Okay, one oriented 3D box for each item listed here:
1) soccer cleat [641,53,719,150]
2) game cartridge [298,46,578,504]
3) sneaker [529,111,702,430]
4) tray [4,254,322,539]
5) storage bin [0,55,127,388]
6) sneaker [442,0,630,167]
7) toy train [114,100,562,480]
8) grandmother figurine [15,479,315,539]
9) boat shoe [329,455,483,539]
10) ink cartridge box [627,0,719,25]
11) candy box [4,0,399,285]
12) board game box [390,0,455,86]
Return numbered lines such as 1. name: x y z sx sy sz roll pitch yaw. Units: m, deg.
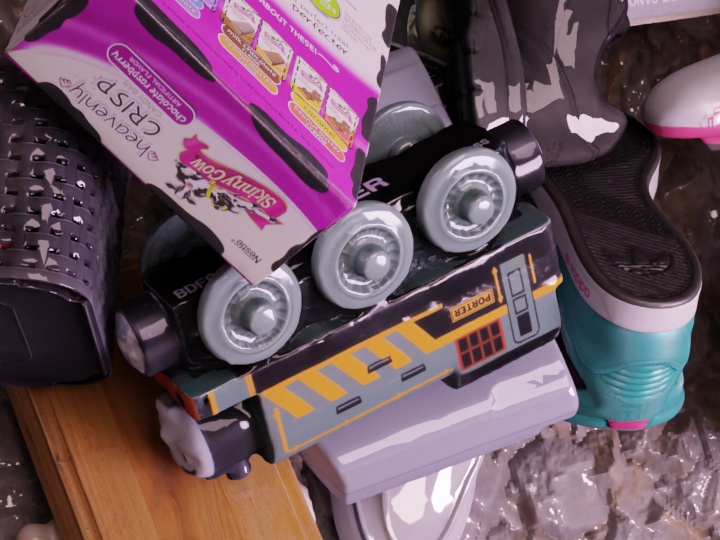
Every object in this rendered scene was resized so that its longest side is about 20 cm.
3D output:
1. soccer cleat: 0.221 -0.114 1.280 0.199 0.070 0.087 -13 108 -28
2. game cartridge: 0.000 0.000 1.171 0.132 0.042 0.201 -18 64 -15
3. sneaker: 0.114 0.010 1.247 0.083 0.122 0.201 4 32 -8
4. tray: -0.083 0.086 1.103 0.098 0.037 0.201 -13 59 -21
5. storage bin: -0.198 -0.019 1.034 0.198 0.135 0.095 2 71 1
6. sneaker: 0.082 -0.140 1.232 0.090 0.076 0.202 0 79 -10
7. toy train: -0.005 0.011 1.077 0.199 0.085 0.115 -27 122 -19
8. grandmother figurine: -0.097 0.152 1.108 0.200 0.060 0.122 -37 101 -28
9. boat shoe: 0.035 0.049 1.201 0.073 0.065 0.202 15 67 -22
10. ink cartridge box: 0.165 -0.205 1.339 0.199 0.084 0.177 -9 79 -28
11. candy box: -0.055 -0.106 1.034 0.136 0.061 0.201 43 30 -19
12. board game box: -0.029 -0.173 1.214 0.199 0.028 0.136 15 61 -48
